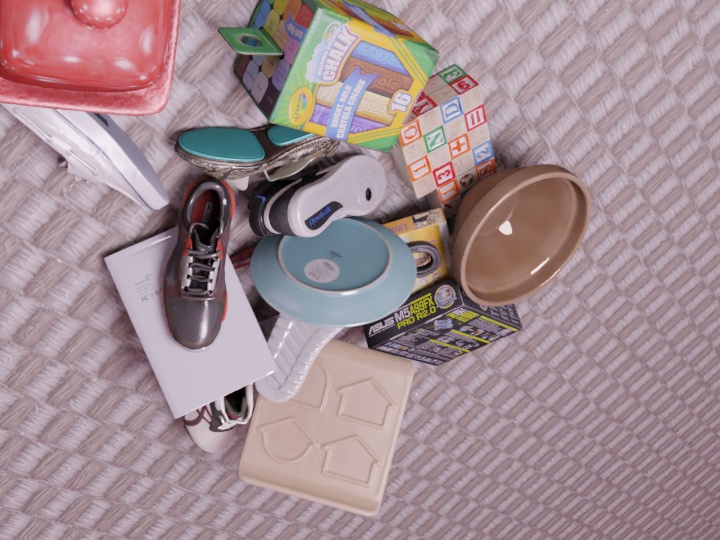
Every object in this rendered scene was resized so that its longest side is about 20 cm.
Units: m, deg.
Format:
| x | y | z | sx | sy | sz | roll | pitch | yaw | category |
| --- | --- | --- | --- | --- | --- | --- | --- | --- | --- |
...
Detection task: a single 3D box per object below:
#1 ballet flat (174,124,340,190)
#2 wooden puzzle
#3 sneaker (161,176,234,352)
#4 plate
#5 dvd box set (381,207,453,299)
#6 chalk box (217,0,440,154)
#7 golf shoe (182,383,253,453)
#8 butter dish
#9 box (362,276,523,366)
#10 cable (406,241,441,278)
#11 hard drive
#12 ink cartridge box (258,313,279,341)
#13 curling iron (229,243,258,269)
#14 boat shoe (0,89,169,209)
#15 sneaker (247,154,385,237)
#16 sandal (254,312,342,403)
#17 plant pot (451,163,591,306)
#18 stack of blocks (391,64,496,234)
| x | y | z | sx | sy | sz | roll | pitch | yaw | category |
| --- | --- | --- | --- | --- | --- | --- | --- | --- | --- |
| -0.110 | -0.130 | 0.929 | 0.199 | 0.068 | 0.076 | -16 | 142 | -23 | ballet flat |
| -0.043 | 0.189 | 1.043 | 0.184 | 0.202 | 0.046 | 16 | 166 | -1 | wooden puzzle |
| -0.182 | -0.009 | 0.911 | 0.076 | 0.082 | 0.202 | 4 | 87 | -10 | sneaker |
| -0.031 | -0.013 | 0.972 | 0.199 | 0.201 | 0.026 | -14 | 136 | -20 | plate |
| 0.028 | 0.001 | 1.098 | 0.198 | 0.030 | 0.147 | -16 | 139 | 3 | dvd box set |
| -0.045 | -0.220 | 0.845 | 0.199 | 0.125 | 0.124 | 10 | 121 | -37 | chalk box |
| -0.180 | 0.176 | 1.054 | 0.077 | 0.088 | 0.201 | -8 | 130 | -27 | golf shoe |
| -0.232 | -0.228 | 0.688 | 0.198 | 0.148 | 0.202 | 0 | 108 | -31 | butter dish |
| 0.122 | 0.079 | 1.185 | 0.160 | 0.045 | 0.199 | -28 | 153 | 27 | box |
| 0.000 | 0.000 | 1.051 | 0.199 | 0.050 | 0.098 | -29 | 108 | -1 | cable |
| -0.196 | 0.052 | 0.960 | 0.131 | 0.025 | 0.201 | -24 | 91 | -11 | hard drive |
| -0.170 | 0.103 | 1.097 | 0.199 | 0.050 | 0.110 | -21 | 134 | -16 | ink cartridge box |
| -0.134 | -0.020 | 1.022 | 0.199 | 0.026 | 0.050 | -19 | 171 | -15 | curling iron |
| -0.278 | -0.125 | 0.834 | 0.065 | 0.074 | 0.200 | -35 | 126 | 6 | boat shoe |
| -0.060 | -0.094 | 0.988 | 0.200 | 0.111 | 0.074 | -30 | 117 | -53 | sneaker |
| -0.064 | 0.068 | 1.012 | 0.203 | 0.082 | 0.050 | -54 | 171 | 1 | sandal |
| 0.190 | -0.060 | 1.057 | 0.199 | 0.093 | 0.202 | -18 | 135 | -20 | plant pot |
| 0.105 | -0.143 | 1.045 | 0.115 | 0.059 | 0.201 | -29 | 136 | -6 | stack of blocks |
